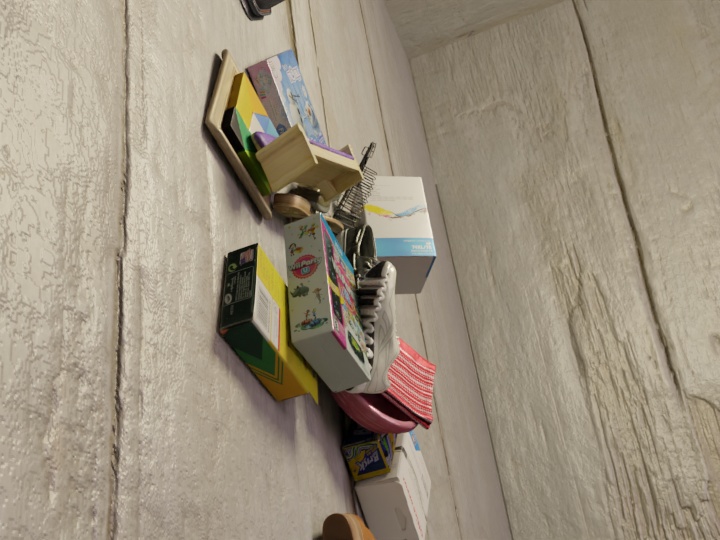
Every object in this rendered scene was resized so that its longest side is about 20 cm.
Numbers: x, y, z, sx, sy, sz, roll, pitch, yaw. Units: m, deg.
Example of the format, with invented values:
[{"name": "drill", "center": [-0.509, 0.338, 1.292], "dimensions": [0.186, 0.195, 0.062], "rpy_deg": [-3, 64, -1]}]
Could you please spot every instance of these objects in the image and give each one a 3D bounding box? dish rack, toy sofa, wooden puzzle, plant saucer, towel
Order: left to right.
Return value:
[{"name": "wooden puzzle", "center": [-0.166, -0.207, 1.119], "dimensions": [0.187, 0.036, 0.203], "rpy_deg": [61, 19, -43]}, {"name": "toy sofa", "center": [-0.077, -0.173, 1.139], "dimensions": [0.100, 0.082, 0.199], "rpy_deg": [66, 20, 10]}, {"name": "dish rack", "center": [-0.009, -0.142, 1.424], "dimensions": [0.053, 0.203, 0.154], "rpy_deg": [25, 27, -7]}, {"name": "plant saucer", "center": [0.013, 0.193, 1.228], "dimensions": [0.199, 0.051, 0.202], "rpy_deg": [36, 19, -14]}, {"name": "towel", "center": [0.071, 0.174, 1.272], "dimensions": [0.143, 0.023, 0.201], "rpy_deg": [38, 19, -6]}]

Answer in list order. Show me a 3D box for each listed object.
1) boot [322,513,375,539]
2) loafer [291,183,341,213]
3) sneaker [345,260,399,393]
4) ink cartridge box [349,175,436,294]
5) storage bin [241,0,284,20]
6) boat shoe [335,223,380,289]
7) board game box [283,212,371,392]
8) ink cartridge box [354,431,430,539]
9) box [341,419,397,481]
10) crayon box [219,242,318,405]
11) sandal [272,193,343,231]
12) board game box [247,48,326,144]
[{"name": "boot", "center": [-0.003, 0.442, 1.026], "dimensions": [0.156, 0.075, 0.204], "rpy_deg": [58, 14, -61]}, {"name": "loafer", "center": [-0.071, -0.155, 1.316], "dimensions": [0.200, 0.073, 0.071], "rpy_deg": [-62, 171, -71]}, {"name": "sneaker", "center": [0.026, 0.089, 1.138], "dimensions": [0.079, 0.075, 0.206], "rpy_deg": [15, 86, -28]}, {"name": "ink cartridge box", "center": [0.061, -0.074, 1.568], "dimensions": [0.148, 0.142, 0.205], "rpy_deg": [108, -22, -57]}, {"name": "storage bin", "center": [-0.164, -0.571, 1.323], "dimensions": [0.146, 0.131, 0.205], "rpy_deg": [-65, 137, -70]}, {"name": "boat shoe", "center": [0.000, 0.000, 1.225], "dimensions": [0.072, 0.070, 0.204], "rpy_deg": [37, 33, -43]}, {"name": "board game box", "center": [-0.049, 0.045, 1.057], "dimensions": [0.148, 0.063, 0.204], "rpy_deg": [59, 16, -50]}, {"name": "ink cartridge box", "center": [0.061, 0.375, 1.299], "dimensions": [0.200, 0.082, 0.148], "rpy_deg": [-64, 136, -71]}, {"name": "box", "center": [0.023, 0.275, 1.286], "dimensions": [0.200, 0.068, 0.066], "rpy_deg": [-63, 134, -70]}, {"name": "crayon box", "center": [-0.115, 0.080, 0.983], "dimensions": [0.129, 0.050, 0.202], "rpy_deg": [-93, 161, -44]}, {"name": "sandal", "center": [-0.092, -0.063, 1.231], "dimensions": [0.211, 0.076, 0.072], "rpy_deg": [32, 65, -67]}, {"name": "board game box", "center": [-0.127, -0.289, 1.354], "dimensions": [0.201, 0.042, 0.203], "rpy_deg": [-70, 142, -67]}]
